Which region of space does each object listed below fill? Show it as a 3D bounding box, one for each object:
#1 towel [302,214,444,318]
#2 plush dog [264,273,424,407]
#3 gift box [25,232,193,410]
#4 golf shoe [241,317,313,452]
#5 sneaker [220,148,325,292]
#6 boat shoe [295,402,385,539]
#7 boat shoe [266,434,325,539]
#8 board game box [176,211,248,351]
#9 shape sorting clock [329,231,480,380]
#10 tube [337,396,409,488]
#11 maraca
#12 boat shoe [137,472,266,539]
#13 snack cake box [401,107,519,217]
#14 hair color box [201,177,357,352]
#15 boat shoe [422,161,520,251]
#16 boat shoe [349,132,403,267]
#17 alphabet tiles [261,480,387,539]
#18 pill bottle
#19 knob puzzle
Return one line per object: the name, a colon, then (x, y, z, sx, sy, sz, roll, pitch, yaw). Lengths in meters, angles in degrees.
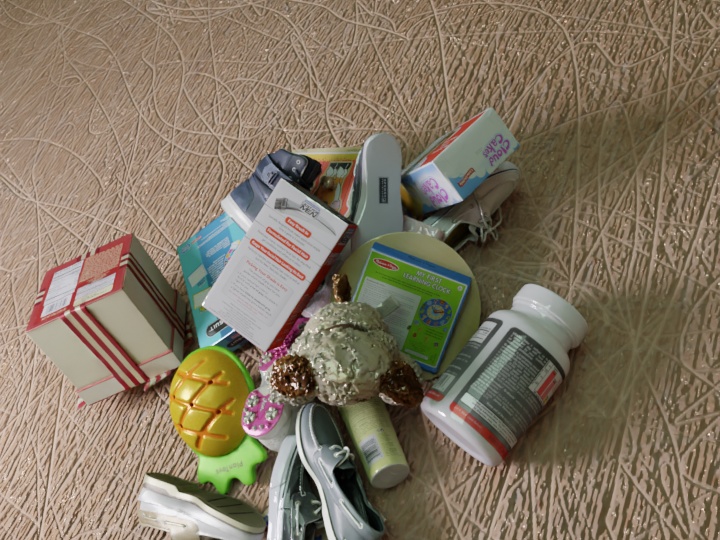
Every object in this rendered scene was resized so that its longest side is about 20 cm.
towel: (0.000, 0.000, 1.023, 0.191, 0.032, 0.200, 26, 88, 34)
plush dog: (-0.015, 0.100, 0.832, 0.199, 0.161, 0.172, 1, 14, -5)
gift box: (-0.378, 0.091, 1.080, 0.184, 0.187, 0.200, -21, 36, 9)
golf shoe: (-0.097, 0.156, 0.976, 0.075, 0.092, 0.200, -8, 43, 30)
sneaker: (-0.089, -0.081, 1.013, 0.146, 0.077, 0.202, -45, 75, 6)
boat shoe: (-0.022, 0.243, 0.865, 0.062, 0.073, 0.200, -42, 52, 30)
boat shoe: (-0.072, 0.303, 0.869, 0.071, 0.072, 0.201, -2, 67, 14)
board game box: (-0.195, 0.011, 1.092, 0.151, 0.047, 0.200, -33, 58, 19)
shape sorting clock: (0.059, 0.049, 0.943, 0.199, 0.039, 0.201, 1, 95, 6)
tube: (0.007, 0.187, 0.928, 0.052, 0.058, 0.200, -57, 38, 26)
maraca: (-0.196, 0.202, 0.978, 0.137, 0.107, 0.200, -26, 74, 23)
boat shoe: (-0.208, 0.324, 0.923, 0.200, 0.075, 0.069, 10, 82, 33)
snack cake box: (0.123, -0.145, 0.999, 0.115, 0.067, 0.200, -42, 8, -13)
hair color box: (-0.106, -0.007, 0.940, 0.111, 0.064, 0.200, 35, 99, 9)
boat shoe: (0.159, -0.067, 1.010, 0.202, 0.075, 0.086, -37, 50, 2)
boat shoe: (0.016, -0.088, 0.989, 0.072, 0.068, 0.201, 1, 90, -17)
alphabet tiles: (-0.067, 0.348, 0.875, 0.200, 0.008, 0.167, -45, 51, -9)
pill bottle: (0.174, 0.120, 0.846, 0.116, 0.116, 0.200, 32, 75, 38)
knob puzzle: (-0.083, -0.098, 1.080, 0.219, 0.030, 0.220, -20, 58, 35)
